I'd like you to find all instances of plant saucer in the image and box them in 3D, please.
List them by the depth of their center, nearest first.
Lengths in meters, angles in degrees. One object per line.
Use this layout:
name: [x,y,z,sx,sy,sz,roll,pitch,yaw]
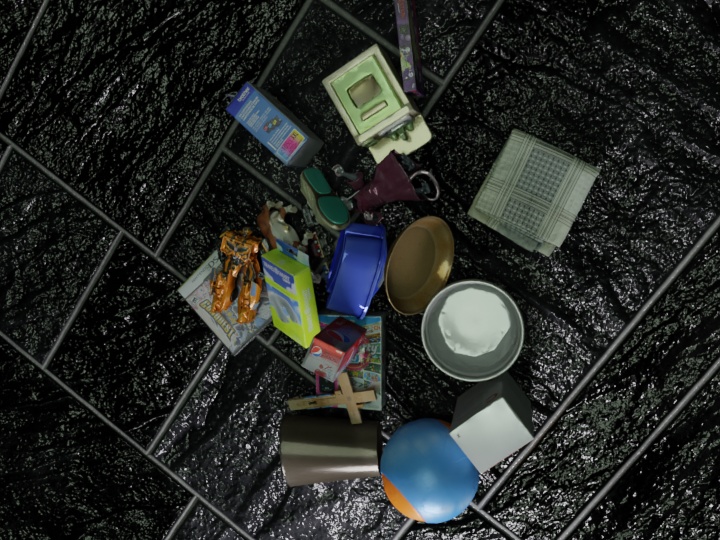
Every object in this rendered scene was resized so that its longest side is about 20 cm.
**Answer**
plant saucer: [0.108,-0.013,1.297,0.035,0.199,0.202,22,104,42]

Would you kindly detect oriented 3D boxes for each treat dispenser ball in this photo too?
treat dispenser ball: [0.139,0.400,1.324,0.199,0.201,0.203,2,98,12]

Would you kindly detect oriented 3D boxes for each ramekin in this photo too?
ramekin: [0.225,0.110,1.314,0.198,0.105,0.202,2,99,13]

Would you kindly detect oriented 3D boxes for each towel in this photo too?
towel: [0.335,-0.149,1.288,0.192,0.035,0.201,28,104,7]

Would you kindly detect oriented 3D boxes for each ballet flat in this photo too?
ballet flat: [-0.072,-0.130,1.324,0.067,0.201,0.063,-3,133,-24]

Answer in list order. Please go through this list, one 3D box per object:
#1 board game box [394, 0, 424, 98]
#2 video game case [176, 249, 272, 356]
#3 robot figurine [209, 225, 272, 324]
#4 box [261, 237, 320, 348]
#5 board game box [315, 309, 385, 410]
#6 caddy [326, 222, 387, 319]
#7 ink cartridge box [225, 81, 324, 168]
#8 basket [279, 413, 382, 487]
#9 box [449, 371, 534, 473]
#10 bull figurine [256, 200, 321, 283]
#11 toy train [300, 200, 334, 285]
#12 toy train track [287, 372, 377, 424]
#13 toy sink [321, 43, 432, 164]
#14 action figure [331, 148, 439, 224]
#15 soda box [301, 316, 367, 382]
board game box: [0.093,-0.438,1.259,0.032,0.120,0.202,-6,97,10]
video game case: [-0.283,0.058,1.463,0.181,0.025,0.200,-43,87,15]
robot figurine: [-0.257,0.005,1.395,0.144,0.058,0.202,18,110,18]
box: [-0.142,0.046,1.343,0.122,0.047,0.201,27,134,43]
board game box: [-0.021,0.188,1.403,0.146,0.064,0.202,1,97,12]
caddy: [0.000,0.000,1.306,0.104,0.142,0.201,12,118,-10]
ink cartridge box: [-0.180,-0.301,1.331,0.200,0.136,0.076,44,101,4]
basket: [-0.056,0.381,1.403,0.198,0.137,0.181,-2,130,7]
box: [0.257,0.284,1.282,0.124,0.200,0.098,-39,88,15]
bull figurine: [-0.148,-0.057,1.378,0.200,0.065,0.121,51,144,8]
toy train: [-0.083,-0.052,1.397,0.045,0.034,0.201,-18,93,18]
toy train track: [-0.057,0.265,1.377,0.198,0.033,0.116,-11,103,21]
toy sink: [0.036,-0.315,1.293,0.130,0.112,0.201,-29,91,15]
action figure: [0.035,-0.166,1.335,0.199,0.148,0.135,-25,80,34]
soda box: [-0.046,0.146,1.266,0.070,0.200,0.064,25,102,7]
